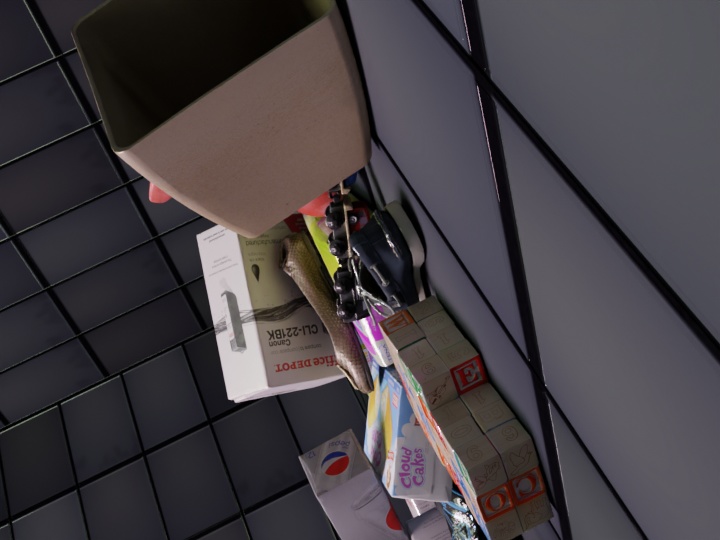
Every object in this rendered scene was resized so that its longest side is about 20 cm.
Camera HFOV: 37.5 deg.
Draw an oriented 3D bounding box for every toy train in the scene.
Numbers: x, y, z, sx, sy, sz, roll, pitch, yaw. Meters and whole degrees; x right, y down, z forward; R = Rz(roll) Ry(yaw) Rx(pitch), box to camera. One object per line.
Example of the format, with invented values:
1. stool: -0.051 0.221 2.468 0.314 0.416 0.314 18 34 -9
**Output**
1. toy train: -0.011 -0.045 1.025 0.034 0.045 0.203 -99 2 -68

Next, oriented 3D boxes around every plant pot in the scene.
1. plant pot: -0.100 -0.152 0.905 0.178 0.198 0.201 55 -176 -47

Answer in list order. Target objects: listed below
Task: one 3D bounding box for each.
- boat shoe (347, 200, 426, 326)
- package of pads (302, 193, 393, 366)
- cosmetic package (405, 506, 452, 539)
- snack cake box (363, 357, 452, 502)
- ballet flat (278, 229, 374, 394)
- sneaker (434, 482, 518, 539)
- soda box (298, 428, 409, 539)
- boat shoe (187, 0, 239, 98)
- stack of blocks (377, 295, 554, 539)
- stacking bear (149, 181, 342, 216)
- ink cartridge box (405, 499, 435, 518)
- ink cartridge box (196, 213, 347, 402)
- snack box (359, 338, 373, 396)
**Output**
1. boat shoe: 0.024 0.003 0.975 0.076 0.061 0.200 62 174 16
2. package of pads: 0.000 0.000 1.167 0.200 0.067 0.156 -133 18 -73
3. cosmetic package: 0.139 0.361 1.200 0.085 0.106 0.202 75 170 -63
4. snack cake box: 0.053 0.169 1.166 0.200 0.066 0.117 -156 73 -81
5. ballet flat: -0.040 0.050 1.191 0.202 0.046 0.067 64 176 8
6. sneaker: 0.125 0.276 1.138 0.082 0.072 0.201 83 161 -50
7. soda box: 0.001 0.270 1.189 0.064 0.068 0.201 59 174 48
8. boat shoe: -0.133 -0.255 0.973 0.060 0.071 0.204 -44 -30 -57
9. stack of blocks: 0.086 0.122 0.905 0.200 0.058 0.116 -123 10 -60
10. stacking bear: -0.107 -0.107 1.077 0.114 0.197 0.123 -114 36 -73
11. ink cartridge box: 0.126 0.349 1.401 0.202 0.084 0.146 64 175 2
12. ink cartridge box: -0.097 0.041 1.251 0.083 0.143 0.203 -19 80 45
13. snack box: -0.009 0.054 1.504 0.169 0.067 0.201 78 165 -61
